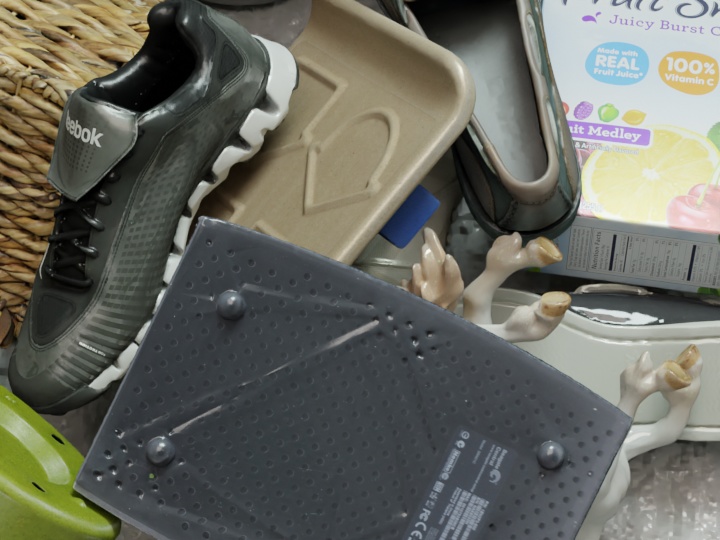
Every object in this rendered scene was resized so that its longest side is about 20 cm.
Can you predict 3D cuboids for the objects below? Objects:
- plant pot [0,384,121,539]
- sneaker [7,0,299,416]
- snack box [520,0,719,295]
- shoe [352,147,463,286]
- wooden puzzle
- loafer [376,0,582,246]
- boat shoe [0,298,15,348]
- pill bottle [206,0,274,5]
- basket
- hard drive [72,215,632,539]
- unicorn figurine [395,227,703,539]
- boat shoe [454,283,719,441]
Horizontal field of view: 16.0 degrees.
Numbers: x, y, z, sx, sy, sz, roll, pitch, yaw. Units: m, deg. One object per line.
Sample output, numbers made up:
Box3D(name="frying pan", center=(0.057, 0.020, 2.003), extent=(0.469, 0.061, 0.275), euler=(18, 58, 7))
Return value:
Box3D(name="plant pot", center=(-0.203, 0.135, 1.038), extent=(0.200, 0.200, 0.193), euler=(40, 97, 18))
Box3D(name="sneaker", center=(-0.108, -0.035, 1.118), extent=(0.066, 0.090, 0.200), euler=(22, 77, 41))
Box3D(name="snack box", center=(0.150, -0.086, 1.213), extent=(0.142, 0.053, 0.201), euler=(8, 55, 4))
Box3D(name="shoe", center=(0.000, 0.000, 1.200), extent=(0.053, 0.070, 0.200), euler=(44, 78, -9))
Box3D(name="wooden puzzle", center=(-0.033, -0.021, 1.145), extent=(0.046, 0.185, 0.200), euler=(35, 91, -27))
Box3D(name="loafer", center=(0.051, -0.111, 1.134), extent=(0.072, 0.063, 0.201), euler=(-20, 75, -3))
Box3D(name="boat shoe", center=(-0.192, 0.026, 1.168), extent=(0.067, 0.072, 0.201), euler=(-12, 92, -10))
Box3D(name="pill bottle", center=(-0.059, -0.218, 1.215), extent=(0.110, 0.200, 0.111), euler=(1, 68, -1))
Box3D(name="basket", center=(-0.190, -0.088, 1.242), extent=(0.199, 0.149, 0.143), euler=(25, 37, 13))
Box3D(name="hard drive", center=(-0.004, 0.071, 1.046), extent=(0.199, 0.042, 0.135), euler=(25, 93, -14))
Box3D(name="unicorn figurine", center=(0.084, 0.077, 1.126), extent=(0.200, 0.074, 0.138), euler=(42, 114, 9))
Box3D(name="boat shoe", center=(0.107, 0.039, 1.176), extent=(0.199, 0.060, 0.074), euler=(0, 100, 7))
